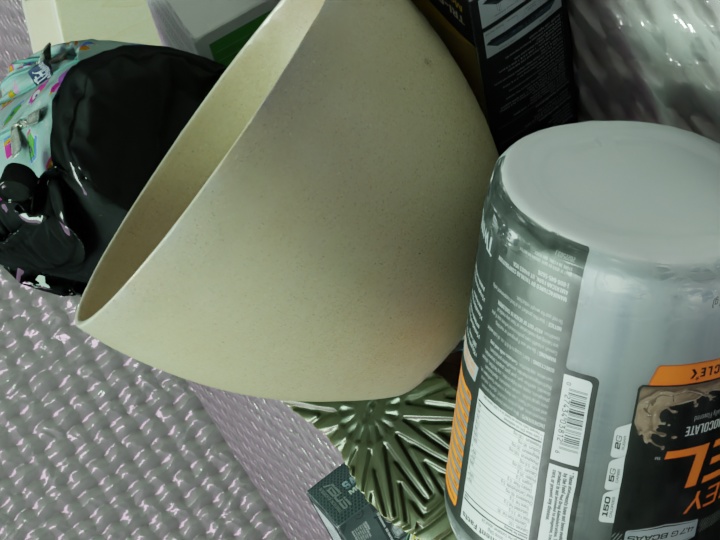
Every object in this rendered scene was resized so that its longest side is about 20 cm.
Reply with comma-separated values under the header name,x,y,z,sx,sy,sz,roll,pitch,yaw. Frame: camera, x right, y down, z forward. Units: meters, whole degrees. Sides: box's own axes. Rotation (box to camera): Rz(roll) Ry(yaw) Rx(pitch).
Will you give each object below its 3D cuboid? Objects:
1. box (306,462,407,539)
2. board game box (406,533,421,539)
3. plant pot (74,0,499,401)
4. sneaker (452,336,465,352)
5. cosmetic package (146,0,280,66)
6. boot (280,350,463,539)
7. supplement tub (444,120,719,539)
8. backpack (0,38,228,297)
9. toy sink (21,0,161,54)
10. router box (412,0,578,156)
name,x,y,z,sx,sy,sz,roll,pitch,yaw
box,0.073,0.173,1.566,0.051,0.157,0.201,42,164,51
board game box,0.131,0.149,1.194,0.105,0.199,0.024,41,125,48
plant pot,-0.012,-0.022,1.044,0.134,0.201,0.200,35,173,-12
sneaker,0.080,-0.004,1.099,0.199,0.072,0.073,-9,117,51
cosmetic package,-0.047,-0.121,1.332,0.085,0.107,0.200,55,171,30
boot,0.057,0.080,1.196,0.175,0.066,0.200,44,-166,34
supplement tub,0.100,0.051,0.984,0.123,0.122,0.201,44,137,46
backpack,-0.120,-0.047,1.228,0.166,0.127,0.200,27,162,-26
toy sink,-0.142,-0.143,1.567,0.200,0.129,0.113,-170,66,-76
router box,0.017,-0.153,1.103,0.200,0.052,0.158,49,168,28
